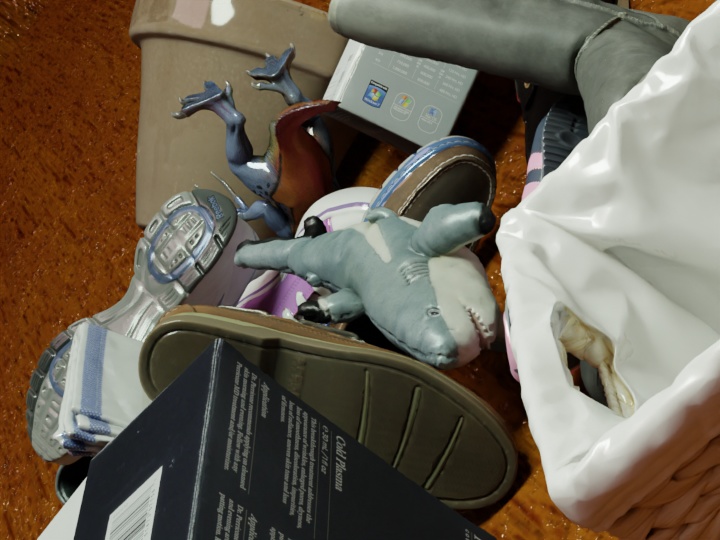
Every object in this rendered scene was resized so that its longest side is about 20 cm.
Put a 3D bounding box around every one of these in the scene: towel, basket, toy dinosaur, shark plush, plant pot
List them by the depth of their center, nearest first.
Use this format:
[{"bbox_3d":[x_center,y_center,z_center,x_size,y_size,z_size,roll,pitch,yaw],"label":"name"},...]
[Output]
[{"bbox_3d":[0.176,0.007,0.718,0.200,0.161,0.199,-46,22,21],"label":"basket"},{"bbox_3d":[-0.062,0.088,1.042,0.147,0.199,0.024,-107,39,-70],"label":"towel"},{"bbox_3d":[0.000,0.000,1.075,0.199,0.091,0.083,26,51,35],"label":"shark plush"},{"bbox_3d":[-0.050,-0.044,1.278,0.105,0.182,0.200,-29,27,-4],"label":"toy dinosaur"},{"bbox_3d":[-0.087,-0.100,1.444,0.200,0.199,0.176,4,77,66],"label":"plant pot"}]

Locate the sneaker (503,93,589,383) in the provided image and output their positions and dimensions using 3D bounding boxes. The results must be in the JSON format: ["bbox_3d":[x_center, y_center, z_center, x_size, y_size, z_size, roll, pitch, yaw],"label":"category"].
[{"bbox_3d":[0.107,-0.020,1.045,0.200,0.070,0.082,-66,0,-52],"label":"sneaker"}]

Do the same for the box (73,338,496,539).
[{"bbox_3d":[-0.034,0.166,0.887,0.104,0.182,0.200,-43,22,26],"label":"box"}]

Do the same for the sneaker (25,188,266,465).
[{"bbox_3d":[-0.128,0.046,1.246,0.200,0.087,0.075,-48,55,4],"label":"sneaker"}]

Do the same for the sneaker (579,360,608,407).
[{"bbox_3d":[0.158,-0.011,0.928,0.200,0.076,0.115,-48,14,-14],"label":"sneaker"}]

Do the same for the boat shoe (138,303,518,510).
[{"bbox_3d":[-0.011,0.059,1.020,0.068,0.199,0.072,-57,-12,-75],"label":"boat shoe"}]

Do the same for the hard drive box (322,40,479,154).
[{"bbox_3d":[0.050,-0.180,1.298,0.156,0.076,0.201,-141,75,-84],"label":"hard drive box"}]

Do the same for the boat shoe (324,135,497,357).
[{"bbox_3d":[0.026,0.018,1.164,0.201,0.072,0.072,-61,24,10],"label":"boat shoe"}]

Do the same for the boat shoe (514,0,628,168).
[{"bbox_3d":[0.117,-0.118,1.183,0.074,0.063,0.202,-36,28,34],"label":"boat shoe"}]

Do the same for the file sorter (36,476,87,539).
[{"bbox_3d":[-0.112,0.195,1.090,0.200,0.124,0.139,-51,22,9],"label":"file sorter"}]

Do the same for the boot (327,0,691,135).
[{"bbox_3d":[0.077,-0.117,1.036,0.182,0.199,0.073,-40,-29,-65],"label":"boot"}]

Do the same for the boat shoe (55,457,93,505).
[{"bbox_3d":[-0.146,0.122,1.321,0.200,0.062,0.073,-34,71,57],"label":"boat shoe"}]

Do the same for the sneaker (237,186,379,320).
[{"bbox_3d":[-0.030,0.037,1.251,0.201,0.072,0.115,-47,23,46],"label":"sneaker"}]
